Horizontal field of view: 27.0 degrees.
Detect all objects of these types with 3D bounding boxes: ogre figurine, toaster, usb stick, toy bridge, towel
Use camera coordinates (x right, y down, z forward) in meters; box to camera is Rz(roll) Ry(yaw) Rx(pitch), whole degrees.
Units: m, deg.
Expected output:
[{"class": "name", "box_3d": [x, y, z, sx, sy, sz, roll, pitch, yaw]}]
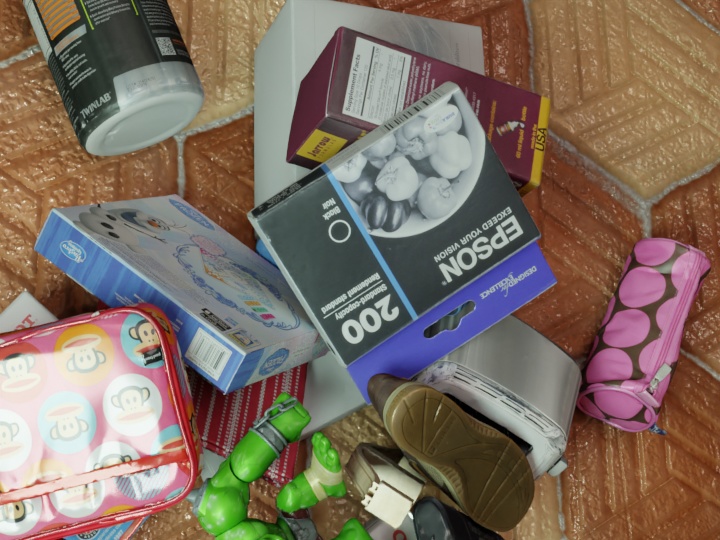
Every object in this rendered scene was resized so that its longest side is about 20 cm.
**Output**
[{"class": "ogre figurine", "box_3d": [-0.054, 0.213, 1.173, 0.119, 0.098, 0.202, -27, 105, -15]}, {"class": "toaster", "box_3d": [0.103, 0.107, 1.332, 0.199, 0.114, 0.130, 34, 33, -13]}, {"class": "usb stick", "box_3d": [0.090, 0.234, 1.270, 0.032, 0.200, 0.056, -26, 64, 12]}, {"class": "toy bridge", "box_3d": [0.021, 0.173, 1.265, 0.067, 0.200, 0.027, 32, 96, 6]}, {"class": "towel", "box_3d": [-0.135, 0.085, 1.240, 0.198, 0.022, 0.146, 28, 42, -21]}]

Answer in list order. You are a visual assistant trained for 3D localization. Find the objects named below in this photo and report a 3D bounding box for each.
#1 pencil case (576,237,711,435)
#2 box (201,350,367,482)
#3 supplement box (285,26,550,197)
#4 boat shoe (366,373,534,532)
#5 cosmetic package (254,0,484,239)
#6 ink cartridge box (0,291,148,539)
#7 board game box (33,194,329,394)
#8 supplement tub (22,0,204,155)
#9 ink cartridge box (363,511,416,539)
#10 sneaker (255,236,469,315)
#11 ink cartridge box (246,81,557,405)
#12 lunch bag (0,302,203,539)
[{"class": "pencil case", "box_3d": [0.282, 0.058, 1.461, 0.090, 0.094, 0.202, 29, 61, -10]}, {"class": "box", "box_3d": [-0.083, 0.084, 1.327, 0.199, 0.036, 0.145, -25, 81, -31]}, {"class": "supplement box", "box_3d": [0.049, -0.120, 1.281, 0.198, 0.110, 0.087, 16, 68, -16]}, {"class": "boat shoe", "box_3d": [0.073, 0.148, 1.251, 0.200, 0.072, 0.072, 40, 83, -37]}, {"class": "cosmetic package", "box_3d": [0.009, -0.130, 1.403, 0.197, 0.123, 0.202, 6, 68, -19]}, {"class": "ink cartridge box", "box_3d": [-0.253, 0.141, 1.205, 0.200, 0.085, 0.145, 42, 60, -2]}, {"class": "board game box", "box_3d": [-0.134, 0.013, 1.229, 0.199, 0.044, 0.199, 36, 18, 15]}, {"class": "supplement tub", "box_3d": [-0.227, -0.216, 1.334, 0.121, 0.122, 0.202, -17, 78, -28]}, {"class": "ink cartridge box", "box_3d": [-0.007, 0.315, 1.241, 0.199, 0.083, 0.147, -35, 85, -30]}, {"class": "sneaker", "box_3d": [0.000, 0.000, 1.300, 0.197, 0.067, 0.079, 9, 33, 8]}, {"class": "ink cartridge box", "box_3d": [0.042, -0.015, 1.214, 0.197, 0.043, 0.201, -33, 108, -2]}, {"class": "lunch bag", "box_3d": [-0.218, 0.127, 1.103, 0.197, 0.082, 0.179, -14, 94, 1]}]
